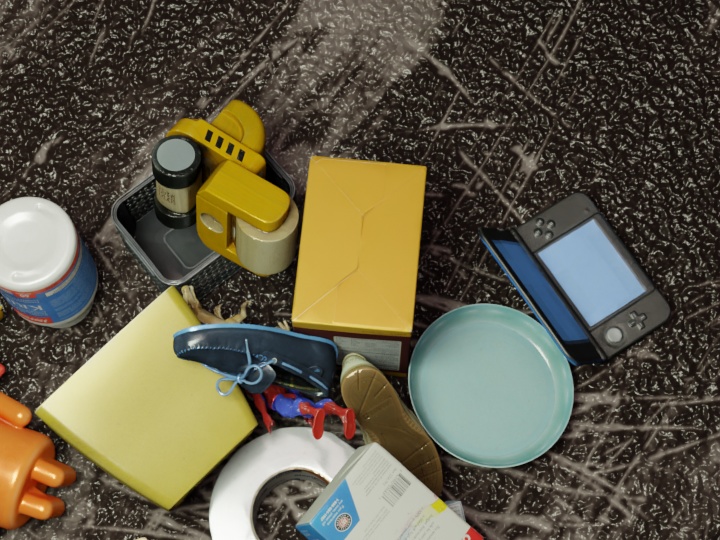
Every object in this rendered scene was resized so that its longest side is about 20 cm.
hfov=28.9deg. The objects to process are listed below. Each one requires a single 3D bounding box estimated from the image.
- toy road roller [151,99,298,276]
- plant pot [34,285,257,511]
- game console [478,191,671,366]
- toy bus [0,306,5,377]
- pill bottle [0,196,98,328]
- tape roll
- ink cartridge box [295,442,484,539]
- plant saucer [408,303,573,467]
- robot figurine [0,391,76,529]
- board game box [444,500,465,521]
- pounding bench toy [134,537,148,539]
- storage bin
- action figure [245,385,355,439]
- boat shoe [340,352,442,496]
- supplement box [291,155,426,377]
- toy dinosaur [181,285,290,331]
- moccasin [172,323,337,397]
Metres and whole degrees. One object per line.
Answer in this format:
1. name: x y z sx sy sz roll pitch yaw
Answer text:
1. toy road roller: -0.139 -0.104 1.605 0.200 0.123 0.146 32 63 11
2. plant pot: -0.225 0.162 1.580 0.176 0.200 0.200 45 77 2
3. game console: 0.257 0.004 1.659 0.170 0.118 0.200 -31 74 -9
4. toy bus: -0.490 0.056 1.651 0.192 0.136 0.200 35 72 -2
5. pill bottle: -0.366 0.000 1.622 0.112 0.200 0.113 0 70 1
6. tape roll: -0.071 0.283 1.594 0.199 0.066 0.201 0 72 1
7. ink cartridge box: 0.045 0.292 1.482 0.200 0.067 0.116 43 69 -4
8. plant saucer: 0.152 0.137 1.648 0.199 0.027 0.201 4 67 -9
9. robot figurine: -0.428 0.221 1.593 0.199 0.144 0.117 18 34 7
10. board game box: 0.039 0.373 1.525 0.199 0.041 0.200 -11 85 -20
11. pounding bench toy: -0.297 0.389 1.511 0.199 0.156 0.125 -18 73 -6
12. storage bin: -0.186 -0.068 1.702 0.200 0.094 0.135 -37 74 -12
13. action figure: -0.080 0.155 1.590 0.065 0.200 0.052 -2 101 -31
14. boat shoe: 0.037 0.182 1.595 0.073 0.063 0.200 -24 112 1
15. supplement box: 0.000 0.000 1.619 0.132 0.200 0.198 5 71 2
16. toy dinosaur: -0.129 0.089 1.635 0.200 0.101 0.058 37 118 16
17. moccasin: -0.105 0.099 1.495 0.199 0.080 0.068 8 71 -30
